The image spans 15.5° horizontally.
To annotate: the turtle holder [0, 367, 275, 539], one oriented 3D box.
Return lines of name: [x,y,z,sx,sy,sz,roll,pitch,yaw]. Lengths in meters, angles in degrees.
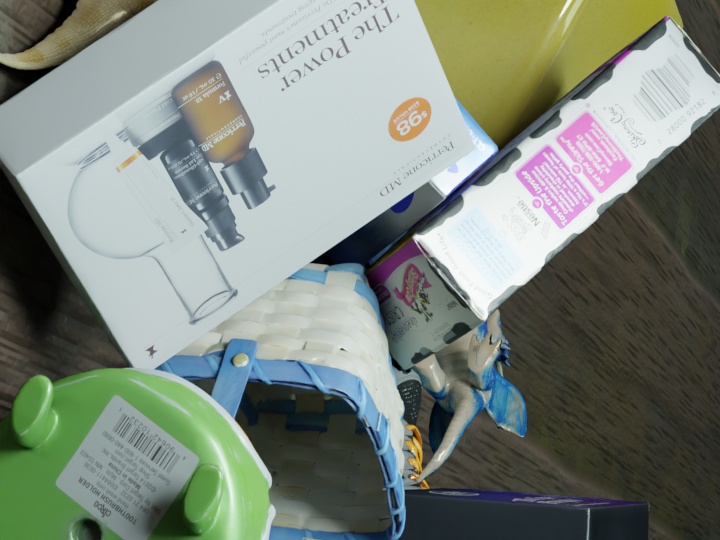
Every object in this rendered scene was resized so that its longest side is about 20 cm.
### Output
turtle holder: [-0.109,0.137,1.207,0.132,0.140,0.186,10,85,-74]

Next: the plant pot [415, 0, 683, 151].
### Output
plant pot: [0.060,-0.135,1.597,0.177,0.199,0.200,-67,159,-12]

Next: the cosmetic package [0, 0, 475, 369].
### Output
cosmetic package: [-0.058,-0.062,1.225,0.200,0.052,0.151,-35,139,-7]

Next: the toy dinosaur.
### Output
toy dinosaur: [-0.101,-0.125,1.256,0.200,0.101,0.058,-53,-171,-35]

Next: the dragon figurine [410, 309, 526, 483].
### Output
dragon figurine: [0.061,0.067,1.509,0.200,0.059,0.100,-95,169,-50]

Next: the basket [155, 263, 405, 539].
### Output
basket: [-0.048,0.107,1.391,0.177,0.139,0.200,77,17,-44]

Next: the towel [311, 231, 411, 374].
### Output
towel: [0.000,0.000,1.616,0.112,0.048,0.200,64,10,13]

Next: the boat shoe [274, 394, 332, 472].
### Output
boat shoe: [-0.029,0.128,1.582,0.068,0.072,0.201,-98,-172,-70]

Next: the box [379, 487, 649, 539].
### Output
box: [0.088,0.172,1.593,0.200,0.141,0.079,15,76,-74]

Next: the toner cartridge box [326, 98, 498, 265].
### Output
toner cartridge box: [0.002,-0.063,1.423,0.043,0.095,0.200,-42,180,-19]

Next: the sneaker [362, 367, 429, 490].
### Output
sneaker: [0.015,0.145,1.717,0.078,0.077,0.200,73,27,-48]

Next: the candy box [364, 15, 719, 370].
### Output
candy box: [0.094,-0.041,1.433,0.200,0.061,0.136,-42,-179,-22]
